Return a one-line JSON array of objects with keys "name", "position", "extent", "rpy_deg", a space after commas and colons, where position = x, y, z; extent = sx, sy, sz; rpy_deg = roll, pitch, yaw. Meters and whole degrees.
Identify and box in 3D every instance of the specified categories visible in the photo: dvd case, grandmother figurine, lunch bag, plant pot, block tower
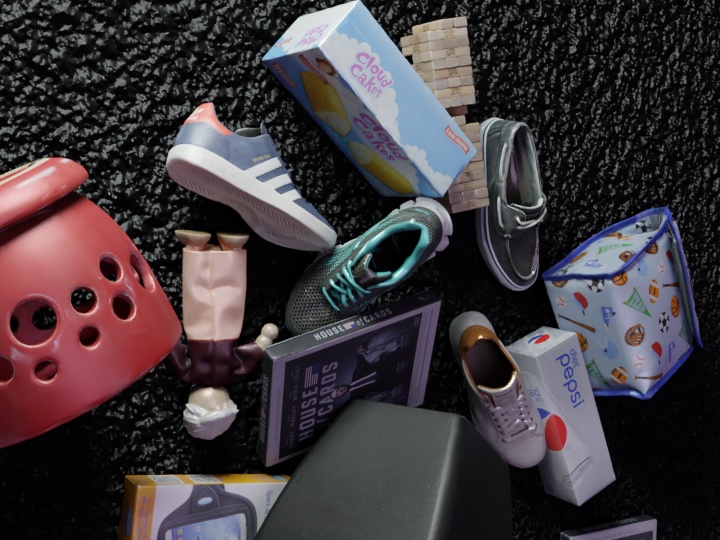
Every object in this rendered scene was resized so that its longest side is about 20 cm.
[{"name": "dvd case", "position": [0.311, 0.420, 1.346], "extent": [0.150, 0.025, 0.201], "rpy_deg": [-2, 97, -32]}, {"name": "grandmother figurine", "position": [-0.140, 0.065, 1.025], "extent": [0.120, 0.061, 0.201], "rpy_deg": [4, 96, -4]}, {"name": "lunch bag", "position": [0.335, 0.035, 1.278], "extent": [0.200, 0.123, 0.171], "rpy_deg": [-32, 111, -40]}, {"name": "plant pot", "position": [0.047, 0.242, 1.062], "extent": [0.200, 0.199, 0.178], "rpy_deg": [50, 54, -47]}, {"name": "block tower", "position": [0.090, -0.164, 1.142], "extent": [0.054, 0.058, 0.201], "rpy_deg": [-14, 100, -30]}, {"name": "dvd case", "position": [-0.012, 0.109, 1.085], "extent": [0.199, 0.025, 0.151], "rpy_deg": [-19, 134, -29]}, {"name": "plant pot", "position": [-0.269, 0.018, 0.856], "extent": [0.200, 0.200, 0.183], "rpy_deg": [-31, 107, -25]}]

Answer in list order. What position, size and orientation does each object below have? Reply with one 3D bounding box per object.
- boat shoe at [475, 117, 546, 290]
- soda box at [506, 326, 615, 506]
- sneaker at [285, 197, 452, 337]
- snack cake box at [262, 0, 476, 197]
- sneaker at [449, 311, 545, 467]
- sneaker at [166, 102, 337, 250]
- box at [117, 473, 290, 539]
[{"name": "boat shoe", "position": [0.171, -0.070, 1.190], "extent": [0.072, 0.071, 0.201], "rpy_deg": [-22, 107, -28]}, {"name": "soda box", "position": [0.237, 0.172, 1.260], "extent": [0.068, 0.063, 0.201], "rpy_deg": [-26, 108, -26]}, {"name": "sneaker", "position": [0.000, 0.000, 1.046], "extent": [0.200, 0.091, 0.078], "rpy_deg": [-40, 91, 11]}, {"name": "snack cake box", "position": [0.010, -0.164, 1.057], "extent": [0.200, 0.115, 0.067], "rpy_deg": [47, 71, -26]}, {"name": "sneaker", "position": [0.155, 0.148, 1.187], "extent": [0.073, 0.085, 0.201], "rpy_deg": [-28, 106, 2]}, {"name": "sneaker", "position": [-0.092, -0.091, 1.030], "extent": [0.200, 0.075, 0.085], "rpy_deg": [35, 58, -38]}, {"name": "box", "position": [-0.139, 0.264, 1.053], "extent": [0.199, 0.041, 0.120], "rpy_deg": [6, 92, -30]}]
